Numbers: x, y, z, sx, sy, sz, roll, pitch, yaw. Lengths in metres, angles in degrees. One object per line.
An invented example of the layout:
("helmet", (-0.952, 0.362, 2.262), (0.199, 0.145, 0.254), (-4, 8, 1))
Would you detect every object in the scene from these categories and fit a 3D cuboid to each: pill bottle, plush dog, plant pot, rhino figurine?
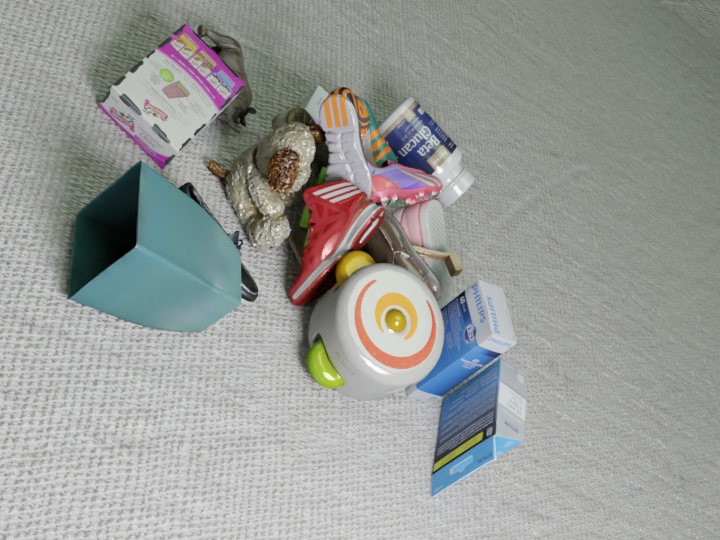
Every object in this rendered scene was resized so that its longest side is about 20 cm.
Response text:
("pill bottle", (0.122, -0.220, 2.005), (0.200, 0.111, 0.111), (46, 36, -6))
("plush dog", (-0.131, -0.159, 1.623), (0.160, 0.171, 0.201), (40, 38, -14))
("plant pot", (-0.257, -0.011, 1.393), (0.199, 0.140, 0.143), (32, 39, -39))
("rhino figurine", (-0.220, -0.311, 1.758), (0.086, 0.060, 0.203), (8, 55, -40))

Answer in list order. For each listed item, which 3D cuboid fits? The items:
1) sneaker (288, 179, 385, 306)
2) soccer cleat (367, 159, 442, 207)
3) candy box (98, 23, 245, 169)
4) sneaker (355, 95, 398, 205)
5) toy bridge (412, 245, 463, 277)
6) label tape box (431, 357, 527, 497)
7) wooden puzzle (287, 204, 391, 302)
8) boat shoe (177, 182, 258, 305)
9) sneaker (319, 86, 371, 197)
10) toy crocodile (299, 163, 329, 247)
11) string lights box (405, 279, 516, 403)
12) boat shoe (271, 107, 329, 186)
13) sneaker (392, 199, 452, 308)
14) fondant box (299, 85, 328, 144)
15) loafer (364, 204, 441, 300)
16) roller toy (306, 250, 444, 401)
("sneaker", (-0.062, -0.051, 1.614), (0.116, 0.200, 0.078), (45, 7, 17))
("soccer cleat", (0.069, -0.150, 1.751), (0.198, 0.066, 0.078), (-12, 84, -49))
("candy box", (-0.283, -0.267, 1.618), (0.136, 0.061, 0.201), (45, 47, -9))
("sneaker", (0.019, -0.202, 1.822), (0.079, 0.071, 0.204), (9, 62, -42))
("toy bridge", (0.070, -0.004, 1.757), (0.197, 0.027, 0.068), (-14, 70, -21))
("label tape box", (0.184, 0.253, 1.631), (0.066, 0.143, 0.202), (34, 39, -19))
("wooden puzzle", (0.000, 0.000, 1.704), (0.197, 0.037, 0.187), (-17, 71, -27))
("boat shoe", (-0.204, -0.042, 1.522), (0.200, 0.066, 0.074), (51, 15, 3))
("sneaker", (-0.012, -0.187, 1.652), (0.112, 0.076, 0.204), (-60, 148, -64))
("toy crocodile", (-0.049, -0.115, 1.693), (0.066, 0.062, 0.202), (20, 56, -1))
("string lights box", (0.147, 0.114, 1.666), (0.058, 0.200, 0.104), (19, 46, -35))
("boat shoe", (-0.082, -0.177, 1.779), (0.072, 0.064, 0.202), (-47, 117, -36))
("sneaker", (0.097, -0.019, 1.849), (0.075, 0.103, 0.204), (-10, 96, -53))
("fondant box", (-0.036, -0.211, 1.873), (0.199, 0.058, 0.145), (40, 38, -14))
("loafer", (0.045, -0.022, 1.666), (0.071, 0.073, 0.201), (-33, 76, -28))
("roller toy", (0.026, 0.088, 1.566), (0.180, 0.139, 0.203), (21, 63, -20))
